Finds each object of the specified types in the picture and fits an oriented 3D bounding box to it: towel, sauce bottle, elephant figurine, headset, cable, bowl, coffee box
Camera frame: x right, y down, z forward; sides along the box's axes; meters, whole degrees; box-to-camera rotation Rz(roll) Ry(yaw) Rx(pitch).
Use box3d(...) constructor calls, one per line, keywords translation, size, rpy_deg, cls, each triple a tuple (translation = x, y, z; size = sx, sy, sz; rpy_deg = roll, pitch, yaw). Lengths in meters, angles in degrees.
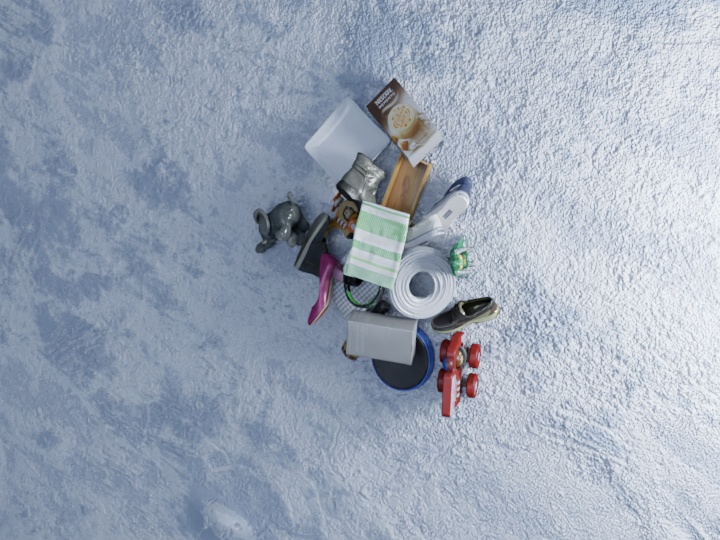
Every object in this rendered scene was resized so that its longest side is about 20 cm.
box3d(translation=(-0.002, 0.029, 1.766), size=(0.200, 0.085, 0.167), rpy_deg=(-43, 78, 23), cls="towel")
box3d(translation=(0.044, -0.070, 1.611), size=(0.148, 0.023, 0.207), rpy_deg=(16, 92, 15), cls="towel")
box3d(translation=(0.018, 0.174, 1.785), size=(0.066, 0.066, 0.203), rpy_deg=(38, 107, 13), cls="sauce bottle")
box3d(translation=(-0.266, -0.141, 1.839), size=(0.195, 0.141, 0.160), rpy_deg=(8, 71, 37), cls="elephant figurine")
box3d(translation=(0.000, 0.000, 1.663), size=(0.120, 0.093, 0.207), rpy_deg=(-14, 74, 25), cls="headset")
box3d(translation=(0.167, 0.036, 1.655), size=(0.194, 0.069, 0.206), rpy_deg=(18, 104, -12), cls="cable")
box3d(translation=(0.120, 0.254, 1.764), size=(0.194, 0.039, 0.209), rpy_deg=(3, 97, 23), cls="bowl")
box3d(translation=(0.119, -0.403, 1.643), size=(0.114, 0.079, 0.202), rpy_deg=(-41, 74, 9), cls="coffee box")

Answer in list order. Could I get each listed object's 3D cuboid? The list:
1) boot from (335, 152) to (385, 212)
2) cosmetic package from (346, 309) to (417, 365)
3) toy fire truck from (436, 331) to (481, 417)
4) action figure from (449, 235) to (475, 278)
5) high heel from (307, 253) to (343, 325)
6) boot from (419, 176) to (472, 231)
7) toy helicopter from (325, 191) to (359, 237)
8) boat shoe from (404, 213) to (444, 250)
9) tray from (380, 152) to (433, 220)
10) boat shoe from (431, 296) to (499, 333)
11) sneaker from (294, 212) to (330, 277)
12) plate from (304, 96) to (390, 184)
box3d(translation=(0.034, -0.222, 1.679), size=(0.200, 0.067, 0.132), rpy_deg=(45, 76, -22), cls="boot")
box3d(translation=(0.060, 0.187, 1.692), size=(0.193, 0.090, 0.111), rpy_deg=(8, 111, 9), cls="cosmetic package")
box3d(translation=(0.258, 0.278, 1.638), size=(0.108, 0.167, 0.208), rpy_deg=(6, 99, 21), cls="toy fire truck")
box3d(translation=(0.266, -0.026, 1.581), size=(0.053, 0.199, 0.123), rpy_deg=(-6, 95, 21), cls="action figure")
box3d(translation=(-0.119, 0.055, 1.741), size=(0.095, 0.067, 0.203), rpy_deg=(34, 94, 7), cls="high heel")
box3d(translation=(0.237, -0.171, 1.654), size=(0.072, 0.092, 0.199), rpy_deg=(37, 138, -13), cls="boot")
box3d(translation=(-0.067, -0.155, 1.778), size=(0.196, 0.078, 0.136), rpy_deg=(-22, 94, 36), cls="toy helicopter")
box3d(translation=(0.146, -0.101, 1.664), size=(0.197, 0.069, 0.072), rpy_deg=(-25, 78, 46), cls="boat shoe")
box3d(translation=(0.124, -0.223, 1.707), size=(0.096, 0.037, 0.206), rpy_deg=(26, 105, 18), cls="tray")
box3d(translation=(0.281, 0.114, 1.654), size=(0.194, 0.075, 0.065), rpy_deg=(-20, 132, 15), cls="boat shoe")
box3d(translation=(-0.113, -0.074, 1.788), size=(0.104, 0.076, 0.203), rpy_deg=(22, 120, -16), cls="sneaker")
box3d(translation=(-0.037, -0.363, 1.739), size=(0.200, 0.032, 0.200), rpy_deg=(-46, 73, 9), cls="plate")
